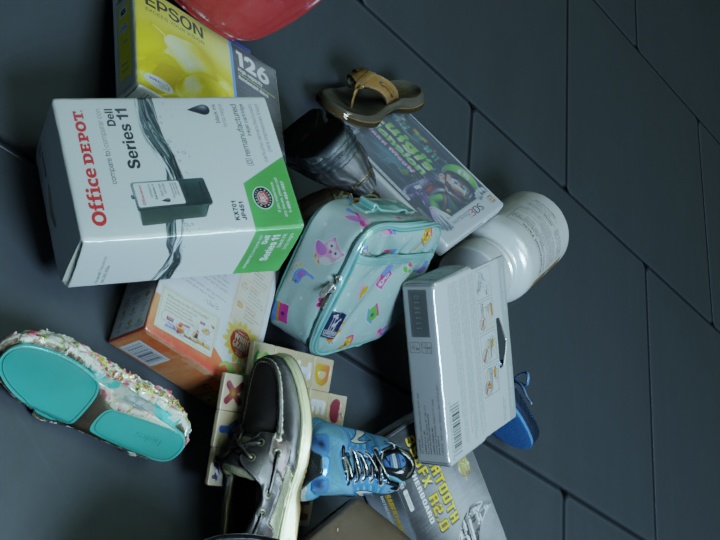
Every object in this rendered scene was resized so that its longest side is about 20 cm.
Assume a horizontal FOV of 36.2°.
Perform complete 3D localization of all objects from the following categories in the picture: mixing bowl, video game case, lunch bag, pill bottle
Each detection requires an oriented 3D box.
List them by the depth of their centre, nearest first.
[{"bbox_3d":[0.000,0.000,1.138,0.077,0.161,0.200,36,19,20],"label":"lunch bag"},{"bbox_3d":[-0.136,-0.311,1.143,0.200,0.108,0.200,37,14,-10],"label":"mixing bowl"},{"bbox_3d":[0.067,-0.119,1.335,0.200,0.023,0.182,45,33,7],"label":"video game case"},{"bbox_3d":[0.183,-0.021,1.428,0.200,0.114,0.115,-34,100,-52],"label":"pill bottle"}]

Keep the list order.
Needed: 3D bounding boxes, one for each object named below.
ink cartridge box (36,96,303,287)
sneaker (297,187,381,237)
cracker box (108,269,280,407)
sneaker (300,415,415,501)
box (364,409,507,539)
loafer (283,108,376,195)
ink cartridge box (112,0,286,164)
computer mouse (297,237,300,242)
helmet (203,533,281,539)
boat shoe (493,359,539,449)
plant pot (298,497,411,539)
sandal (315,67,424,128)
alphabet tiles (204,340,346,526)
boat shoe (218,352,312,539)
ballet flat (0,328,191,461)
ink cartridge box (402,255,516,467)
[{"bbox_3d":[-0.169,-0.072,0.967,0.199,0.083,0.147,-6,65,-28],"label":"ink cartridge box"},{"bbox_3d":[0.004,-0.055,1.234,0.200,0.075,0.071,0,69,-62],"label":"sneaker"},{"bbox_3d":[-0.148,0.010,1.050,0.134,0.058,0.201,39,47,-35],"label":"cracker box"},{"bbox_3d":[-0.001,0.178,1.052,0.200,0.090,0.079,20,69,-69],"label":"sneaker"},{"bbox_3d":[0.081,0.260,1.222,0.158,0.048,0.201,-21,90,-53],"label":"box"},{"bbox_3d":[-0.041,-0.120,1.165,0.072,0.073,0.200,48,0,-23],"label":"loafer"},{"bbox_3d":[-0.162,-0.206,1.116,0.197,0.047,0.201,26,45,-42],"label":"ink cartridge box"},{"bbox_3d":[-0.105,-0.070,1.169,0.200,0.034,0.059,34,38,-44],"label":"computer mouse"},{"bbox_3d":[-0.095,0.312,0.864,0.199,0.191,0.201,6,52,-8],"label":"helmet"},{"bbox_3d":[0.166,0.131,1.358,0.200,0.084,0.069,56,50,-20],"label":"boat shoe"},{"bbox_3d":[0.004,0.313,1.015,0.175,0.200,0.200,51,37,8],"label":"plant pot"},{"bbox_3d":[0.018,-0.217,1.333,0.082,0.055,0.200,34,32,26],"label":"sandal"},{"bbox_3d":[-0.075,0.159,1.054,0.200,0.006,0.167,21,74,-55],"label":"alphabet tiles"},{"bbox_3d":[-0.088,0.171,0.963,0.065,0.073,0.201,7,81,-40],"label":"boat shoe"},{"bbox_3d":[-0.225,0.098,0.919,0.200,0.076,0.064,41,14,-38],"label":"ballet flat"},{"bbox_3d":[0.113,0.093,1.221,0.173,0.043,0.201,-21,108,-58],"label":"ink cartridge box"}]
